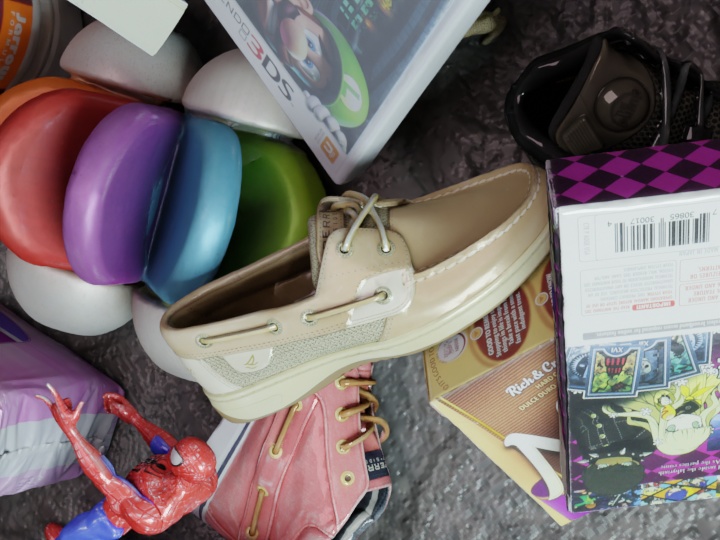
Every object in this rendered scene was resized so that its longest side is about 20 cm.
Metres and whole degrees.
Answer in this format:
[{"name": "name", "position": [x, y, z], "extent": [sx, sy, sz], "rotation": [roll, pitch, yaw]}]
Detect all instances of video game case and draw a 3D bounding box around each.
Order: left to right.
[{"name": "video game case", "position": [-0.025, -0.155, 0.656], "extent": [0.182, 0.023, 0.200], "rotation": [54, 151, 8]}, {"name": "video game case", "position": [0.177, 0.021, 0.591], "extent": [0.199, 0.182, 0.036], "rotation": [-7, 43, 4]}]

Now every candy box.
[{"name": "candy box", "position": [0.140, 0.029, 0.658], "extent": [0.200, 0.117, 0.057], "rotation": [-30, 38, 21]}]

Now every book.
[{"name": "book", "position": [-0.185, -0.192, 0.771], "extent": [0.048, 0.133, 0.200], "rotation": [-53, 41, 10]}]

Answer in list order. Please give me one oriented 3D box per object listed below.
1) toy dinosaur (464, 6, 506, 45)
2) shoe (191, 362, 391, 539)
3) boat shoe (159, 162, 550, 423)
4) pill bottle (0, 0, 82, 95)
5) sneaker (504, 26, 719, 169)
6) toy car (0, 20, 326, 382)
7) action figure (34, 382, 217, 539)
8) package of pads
[{"name": "toy dinosaur", "position": [0.034, -0.131, 0.719], "extent": [0.199, 0.101, 0.058], "rotation": [-3, 105, 45]}, {"name": "shoe", "position": [-0.011, 0.071, 0.761], "extent": [0.091, 0.071, 0.201], "rotation": [37, 109, 20]}, {"name": "boat shoe", "position": [0.000, 0.000, 0.673], "extent": [0.199, 0.072, 0.065], "rotation": [-27, 120, 18]}, {"name": "pill bottle", "position": [-0.250, -0.145, 0.806], "extent": [0.114, 0.200, 0.115], "rotation": [-1, 88, 25]}, {"name": "sneaker", "position": [0.156, -0.057, 0.661], "extent": [0.199, 0.114, 0.077], "rotation": [17, 95, 20]}, {"name": "toy car", "position": [-0.118, -0.041, 0.768], "extent": [0.199, 0.150, 0.176], "rotation": [19, 96, 25]}, {"name": "action figure", "position": [-0.145, 0.108, 0.777], "extent": [0.200, 0.065, 0.099], "rotation": [-31, 90, 45]}, {"name": "package of pads", "position": [-0.247, 0.053, 0.842], "extent": [0.200, 0.120, 0.076], "rotation": [30, 100, 23]}]
